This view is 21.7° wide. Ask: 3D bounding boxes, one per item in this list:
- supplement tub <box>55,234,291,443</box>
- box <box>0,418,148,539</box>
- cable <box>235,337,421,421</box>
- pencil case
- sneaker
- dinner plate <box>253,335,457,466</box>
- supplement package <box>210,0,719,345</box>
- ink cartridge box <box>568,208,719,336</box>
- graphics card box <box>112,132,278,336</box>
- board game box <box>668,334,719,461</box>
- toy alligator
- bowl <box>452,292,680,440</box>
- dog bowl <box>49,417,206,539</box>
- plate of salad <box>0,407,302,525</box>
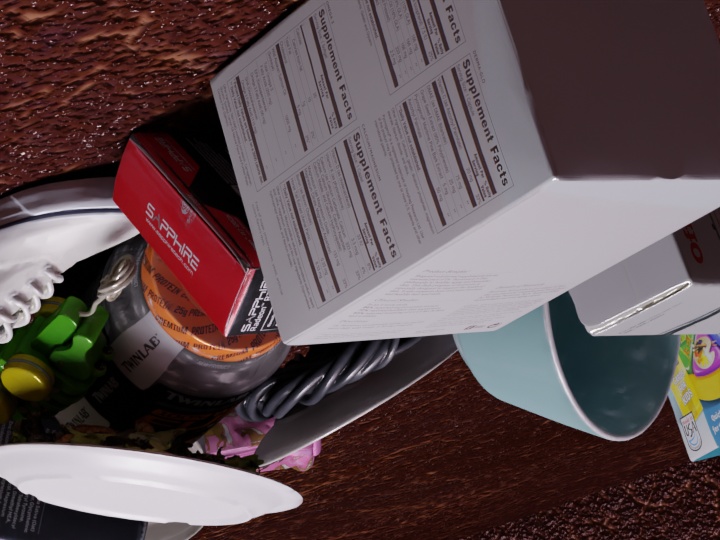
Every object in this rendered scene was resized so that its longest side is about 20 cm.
[{"bbox_3d":[-0.115,0.038,1.167,0.122,0.123,0.200,-9,163,-28],"label":"supplement tub"},{"bbox_3d":[-0.256,0.178,1.327,0.200,0.104,0.148,13,141,-8],"label":"box"},{"bbox_3d":[-0.016,0.056,1.395,0.163,0.051,0.200,-32,-177,-20],"label":"cable"},{"bbox_3d":[-0.133,0.149,1.612,0.200,0.087,0.083,-10,154,-32],"label":"pencil case"},{"bbox_3d":[-0.205,0.007,1.054,0.200,0.071,0.073,-19,165,2],"label":"sneaker"},{"bbox_3d":[-0.003,0.089,1.437,0.200,0.024,0.200,-31,-179,1],"label":"dinner plate"},{"bbox_3d":[0.057,-0.070,0.920,0.152,0.151,0.200,-2,159,-42],"label":"supplement package"},{"bbox_3d":[0.205,-0.038,1.208,0.083,0.147,0.200,-30,161,36],"label":"ink cartridge box"},{"bbox_3d":[-0.022,-0.025,1.041,0.200,0.125,0.051,-5,130,-41],"label":"graphics card box"},{"bbox_3d":[0.261,0.023,1.380,0.047,0.200,0.151,-11,163,-22],"label":"board game box"},{"bbox_3d":[-0.172,0.050,1.099,0.054,0.059,0.200,41,136,-19],"label":"toy alligator"},{"bbox_3d":[0.133,0.018,1.296,0.105,0.201,0.201,-5,174,35],"label":"bowl"},{"bbox_3d":[-0.206,0.140,1.403,0.200,0.059,0.200,4,143,3],"label":"dog bowl"},{"bbox_3d":[-0.133,0.119,1.142,0.200,0.048,0.200,7,164,2],"label":"plate of salad"}]
